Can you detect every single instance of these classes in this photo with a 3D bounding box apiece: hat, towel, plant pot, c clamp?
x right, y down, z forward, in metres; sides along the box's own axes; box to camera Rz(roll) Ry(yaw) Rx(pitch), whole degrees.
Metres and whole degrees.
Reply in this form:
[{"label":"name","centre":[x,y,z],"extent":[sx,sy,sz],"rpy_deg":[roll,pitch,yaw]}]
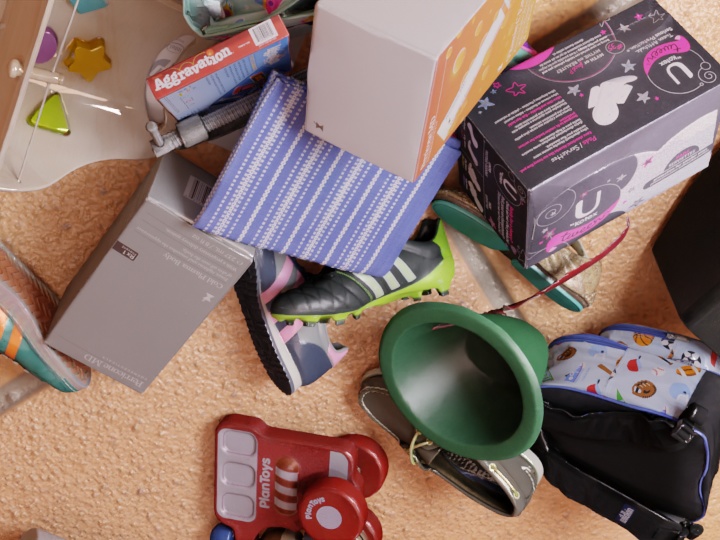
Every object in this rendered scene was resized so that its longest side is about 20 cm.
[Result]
[{"label":"hat","centre":[0.145,0.064,1.127],"extent":[0.176,0.200,0.166],"rpy_deg":[-38,117,-42]},{"label":"towel","centre":[-0.023,-0.073,0.978],"extent":[0.200,0.024,0.145],"rpy_deg":[15,114,-37]},{"label":"plant pot","centre":[0.393,-0.004,1.121],"extent":[0.200,0.200,0.177],"rpy_deg":[39,115,-23]},{"label":"c clamp","centre":[-0.081,-0.134,0.973],"extent":[0.200,0.171,0.027],"rpy_deg":[-27,92,-12]}]

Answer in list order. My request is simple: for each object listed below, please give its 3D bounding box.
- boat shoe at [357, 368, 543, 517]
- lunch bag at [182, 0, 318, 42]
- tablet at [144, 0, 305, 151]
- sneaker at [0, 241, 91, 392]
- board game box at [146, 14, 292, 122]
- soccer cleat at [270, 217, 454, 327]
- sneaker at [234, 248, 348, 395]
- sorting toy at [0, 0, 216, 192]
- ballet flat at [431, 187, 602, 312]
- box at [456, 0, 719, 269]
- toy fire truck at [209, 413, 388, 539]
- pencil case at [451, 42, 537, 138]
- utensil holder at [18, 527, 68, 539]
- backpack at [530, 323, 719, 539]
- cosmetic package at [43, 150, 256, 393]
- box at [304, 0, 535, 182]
[{"label":"boat shoe","centre":[0.081,0.167,1.166],"extent":[0.202,0.060,0.072],"rpy_deg":[31,133,4]},{"label":"lunch bag","centre":[-0.047,-0.251,0.924],"extent":[0.122,0.170,0.200],"rpy_deg":[40,102,-1]},{"label":"tablet","centre":[-0.161,-0.188,1.028],"extent":[0.200,0.014,0.130],"rpy_deg":[21,109,-17]},{"label":"sneaker","centre":[-0.325,0.041,1.076],"extent":[0.080,0.071,0.200],"rpy_deg":[-28,116,16]},{"label":"board game box","centre":[-0.102,-0.148,0.918],"extent":[0.103,0.200,0.019],"rpy_deg":[-26,92,-2]},{"label":"soccer cleat","centre":[0.000,0.000,1.086],"extent":[0.200,0.068,0.081],"rpy_deg":[-15,98,-35]},{"label":"sneaker","centre":[-0.070,0.013,1.116],"extent":[0.082,0.070,0.200],"rpy_deg":[-26,116,-24]},{"label":"sorting toy","centre":[-0.212,-0.163,0.975],"extent":[0.180,0.107,0.200],"rpy_deg":[8,120,-34]},{"label":"ballet flat","centre":[0.152,-0.037,1.133],"extent":[0.200,0.071,0.065],"rpy_deg":[36,77,-25]},{"label":"box","centre":[0.195,-0.114,1.023],"extent":[0.200,0.115,0.132],"rpy_deg":[-28,150,-10]},{"label":"toy fire truck","centre":[-0.068,0.245,1.199],"extent":[0.168,0.112,0.200],"rpy_deg":[9,113,12]},{"label":"pencil case","centre":[0.064,-0.141,1.050],"extent":[0.088,0.088,0.200],"rpy_deg":[34,103,-22]},{"label":"utensil holder","centre":[-0.266,0.364,1.174],"extent":[0.200,0.170,0.170],"rpy_deg":[30,105,-18]},{"label":"backpack","centre":[0.253,0.139,1.155],"extent":[0.190,0.154,0.200],"rpy_deg":[12,136,22]},{"label":"cosmetic package","centre":[-0.179,0.004,1.039],"extent":[0.107,0.090,0.200],"rpy_deg":[29,123,-16]},{"label":"box","centre":[0.053,-0.185,0.893],"extent":[0.097,0.200,0.124],"rpy_deg":[28,144,15]}]
